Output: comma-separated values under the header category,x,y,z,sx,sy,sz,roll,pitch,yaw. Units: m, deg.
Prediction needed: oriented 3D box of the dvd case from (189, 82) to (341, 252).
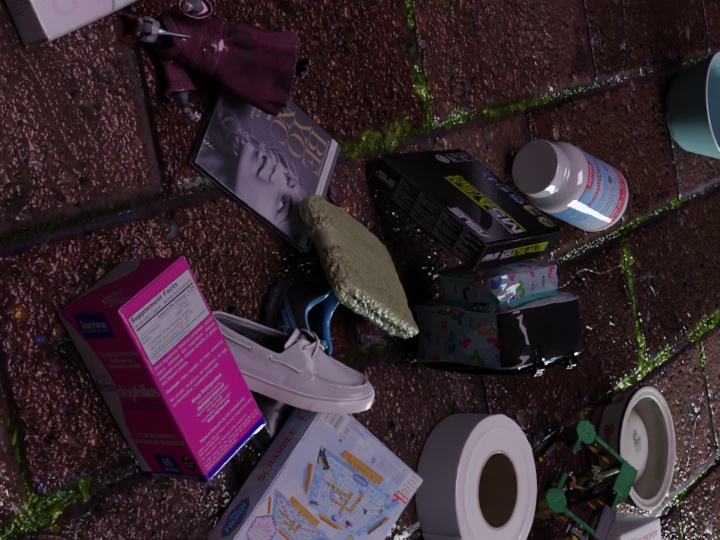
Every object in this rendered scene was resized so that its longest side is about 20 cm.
category,x,y,z,sx,sy,sz,roll,pitch,yaw
dvd case,-0.104,-0.134,1.355,0.200,0.016,0.151,40,57,-41

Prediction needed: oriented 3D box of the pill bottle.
category,x,y,z,sx,sy,sz,roll,pitch,yaw
pill bottle,0.318,-0.132,1.791,0.199,0.108,0.111,17,74,-48

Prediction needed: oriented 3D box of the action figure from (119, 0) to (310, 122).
category,x,y,z,sx,sy,sz,roll,pitch,yaw
action figure,-0.154,-0.241,1.231,0.197,0.135,0.150,17,30,-13

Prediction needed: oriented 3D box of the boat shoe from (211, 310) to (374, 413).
category,x,y,z,sx,sy,sz,roll,pitch,yaw
boat shoe,-0.076,0.093,1.249,0.072,0.197,0.069,-64,173,-67

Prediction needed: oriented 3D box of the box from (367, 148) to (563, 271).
category,x,y,z,sx,sy,sz,roll,pitch,yaw
box,0.138,-0.084,1.519,0.192,0.200,0.048,-7,133,-51

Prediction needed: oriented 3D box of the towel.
category,x,y,z,sx,sy,sz,roll,pitch,yaw
towel,0.000,0.000,1.393,0.200,0.036,0.150,35,29,-57

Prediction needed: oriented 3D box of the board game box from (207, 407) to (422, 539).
category,x,y,z,sx,sy,sz,roll,pitch,yaw
board game box,-0.045,0.267,1.322,0.201,0.041,0.200,-54,129,-13

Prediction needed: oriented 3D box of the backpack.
category,x,y,z,sx,sy,sz,roll,pitch,yaw
backpack,0.166,0.064,1.523,0.176,0.198,0.153,-8,89,-45

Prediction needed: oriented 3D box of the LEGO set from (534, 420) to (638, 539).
category,x,y,z,sx,sy,sz,roll,pitch,yaw
LEGO set,0.321,0.340,1.782,0.153,0.116,0.202,32,54,-10

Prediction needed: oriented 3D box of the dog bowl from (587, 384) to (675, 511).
category,x,y,z,sx,sy,sz,roll,pitch,yaw
dog bowl,0.444,0.291,1.933,0.199,0.073,0.204,6,83,-49

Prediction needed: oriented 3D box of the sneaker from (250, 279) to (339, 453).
category,x,y,z,sx,sy,sz,roll,pitch,yaw
sneaker,-0.078,0.105,1.314,0.073,0.081,0.203,26,69,-48

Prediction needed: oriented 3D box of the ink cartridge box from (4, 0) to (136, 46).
category,x,y,z,sx,sy,sz,roll,pitch,yaw
ink cartridge box,-0.293,-0.337,1.122,0.162,0.056,0.202,-40,122,-44

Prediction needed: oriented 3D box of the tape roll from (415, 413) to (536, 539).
category,x,y,z,sx,sy,sz,roll,pitch,yaw
tape roll,0.159,0.297,1.593,0.201,0.070,0.206,5,83,-50

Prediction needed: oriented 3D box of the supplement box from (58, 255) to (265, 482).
category,x,y,z,sx,sy,sz,roll,pitch,yaw
supplement box,-0.194,0.098,1.161,0.103,0.100,0.202,-42,118,-42

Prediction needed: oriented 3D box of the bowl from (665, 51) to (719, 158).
category,x,y,z,sx,sy,sz,roll,pitch,yaw
bowl,0.643,-0.300,2.200,0.199,0.104,0.204,7,80,-50

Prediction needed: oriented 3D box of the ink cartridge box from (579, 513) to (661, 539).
category,x,y,z,sx,sy,sz,roll,pitch,yaw
ink cartridge box,0.420,0.504,1.876,0.144,0.083,0.203,-3,89,-50
